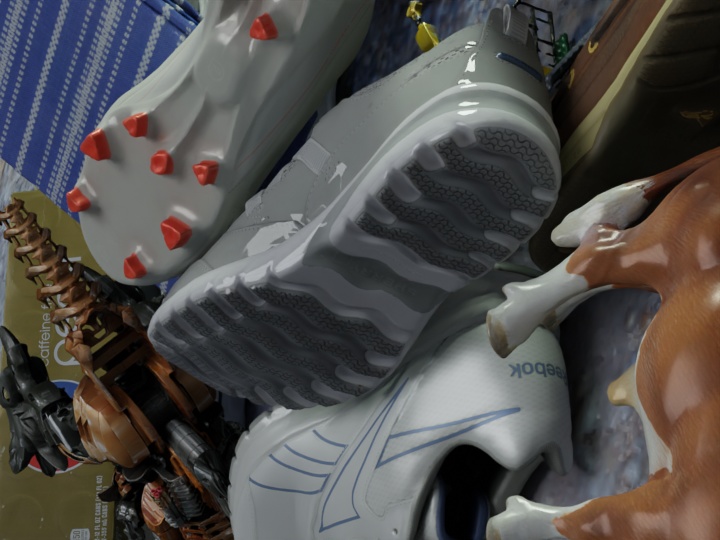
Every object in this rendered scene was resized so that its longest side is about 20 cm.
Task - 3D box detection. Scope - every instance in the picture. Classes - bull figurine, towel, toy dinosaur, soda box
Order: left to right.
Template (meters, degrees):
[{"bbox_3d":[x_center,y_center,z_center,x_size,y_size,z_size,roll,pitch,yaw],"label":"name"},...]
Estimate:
[{"bbox_3d":[-0.150,0.058,1.025,0.064,0.067,0.201,67,-159,-67],"label":"soda box"},{"bbox_3d":[-0.114,-0.081,0.816,0.024,0.200,0.145,-40,-15,-42],"label":"towel"},{"bbox_3d":[-0.092,0.054,0.835,0.136,0.102,0.201,24,127,60],"label":"toy dinosaur"},{"bbox_3d":[0.099,0.051,0.544,0.121,0.065,0.201,-13,50,25],"label":"bull figurine"}]

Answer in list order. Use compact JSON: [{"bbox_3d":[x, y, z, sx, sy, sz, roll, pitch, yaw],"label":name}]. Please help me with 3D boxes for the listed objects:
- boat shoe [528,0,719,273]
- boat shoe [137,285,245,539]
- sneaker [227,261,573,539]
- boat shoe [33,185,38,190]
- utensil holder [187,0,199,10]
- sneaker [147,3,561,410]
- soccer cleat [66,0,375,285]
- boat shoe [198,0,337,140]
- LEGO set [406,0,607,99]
[{"bbox_3d":[0.109,-0.080,0.609,0.200,0.072,0.068,-54,34,41],"label":"boat shoe"},{"bbox_3d":[-0.097,0.069,0.946,0.072,0.071,0.201,-30,50,56],"label":"boat shoe"},{"bbox_3d":[0.009,0.080,0.727,0.200,0.074,0.087,-50,39,42],"label":"sneaker"},{"bbox_3d":[-0.159,-0.018,1.148,0.075,0.074,0.203,91,172,-57],"label":"boat shoe"},{"bbox_3d":[-0.176,-0.188,0.911,0.200,0.169,0.171,80,-175,-53],"label":"utensil holder"},{"bbox_3d":[0.001,-0.017,0.680,0.200,0.075,0.082,-33,32,39],"label":"sneaker"},{"bbox_3d":[-0.043,-0.067,0.714,0.069,0.077,0.200,48,130,14],"label":"soccer cleat"},{"bbox_3d":[-0.046,-0.111,0.944,0.066,0.073,0.200,-66,27,26],"label":"boat shoe"},{"bbox_3d":[0.052,-0.145,0.708,0.154,0.115,0.201,-37,44,52],"label":"LEGO set"}]
